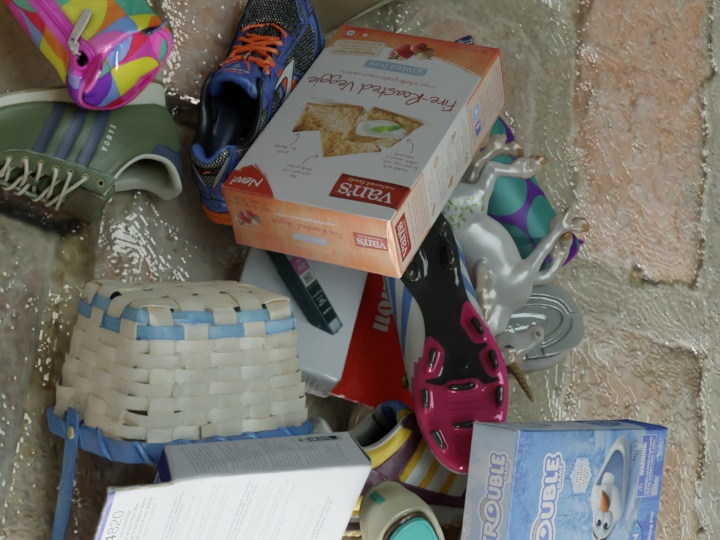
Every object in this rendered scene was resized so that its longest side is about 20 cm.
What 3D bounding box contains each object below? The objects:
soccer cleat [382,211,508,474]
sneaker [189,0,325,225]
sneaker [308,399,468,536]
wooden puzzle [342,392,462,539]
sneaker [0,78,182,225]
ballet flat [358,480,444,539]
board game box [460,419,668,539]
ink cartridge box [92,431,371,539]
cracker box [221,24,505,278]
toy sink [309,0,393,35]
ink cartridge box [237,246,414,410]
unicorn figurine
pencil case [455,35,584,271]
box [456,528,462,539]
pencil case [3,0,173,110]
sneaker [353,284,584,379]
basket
[{"bbox_3d":[0.061,0.050,1.227,0.069,0.086,0.202,-11,75,-3],"label":"soccer cleat"},{"bbox_3d":[-0.077,-0.136,1.264,0.079,0.075,0.202,60,37,-59],"label":"sneaker"},{"bbox_3d":[0.049,0.137,1.234,0.199,0.075,0.091,-3,92,-34],"label":"sneaker"},{"bbox_3d":[0.047,0.216,1.295,0.184,0.046,0.202,24,69,-28],"label":"wooden puzzle"},{"bbox_3d":[-0.204,-0.075,1.175,0.199,0.067,0.091,-13,79,-41],"label":"sneaker"},{"bbox_3d":[0.043,0.227,1.180,0.069,0.069,0.201,-43,129,-36],"label":"ballet flat"},{"bbox_3d":[0.142,0.208,1.210,0.198,0.043,0.202,5,92,-49],"label":"board game box"},{"bbox_3d":[-0.109,0.197,1.108,0.199,0.201,0.041,0,34,-38],"label":"ink cartridge box"},{"bbox_3d":[0.006,-0.091,1.228,0.201,0.133,0.058,-58,149,-38],"label":"cracker box"},{"bbox_3d":[0.042,-0.278,1.330,0.130,0.199,0.113,-32,96,-38],"label":"toy sink"},{"bbox_3d":[0.000,0.000,1.282,0.172,0.044,0.201,17,65,-5],"label":"ink cartridge box"},{"bbox_3d":[0.107,-0.012,1.297,0.137,0.074,0.200,-37,83,-17],"label":"unicorn figurine"},{"bbox_3d":[0.100,-0.085,1.389,0.092,0.085,0.201,-33,98,-36],"label":"pencil case"},{"bbox_3d":[0.095,0.308,1.263,0.144,0.036,0.201,38,67,-24],"label":"box"},{"bbox_3d":[-0.208,-0.200,1.160,0.088,0.089,0.200,-25,67,-37],"label":"pencil case"},{"bbox_3d":[0.074,0.062,1.340,0.198,0.081,0.077,-1,70,-15],"label":"sneaker"},{"bbox_3d":[-0.119,0.108,1.149,0.175,0.139,0.202,1,95,-36],"label":"basket"}]
